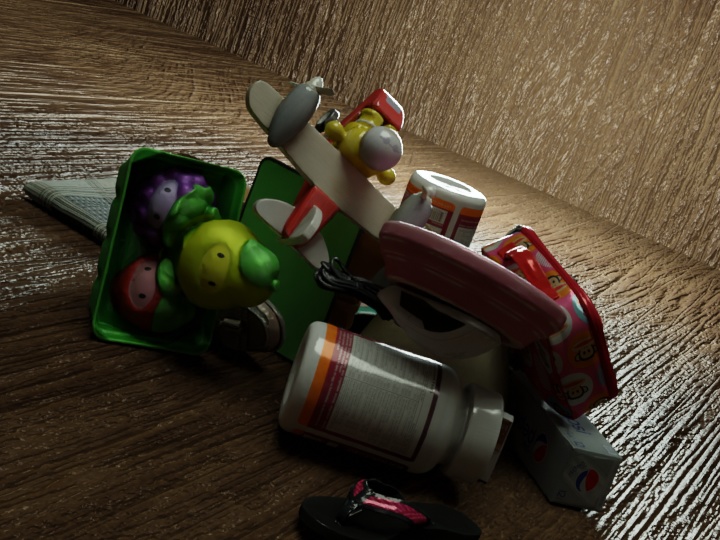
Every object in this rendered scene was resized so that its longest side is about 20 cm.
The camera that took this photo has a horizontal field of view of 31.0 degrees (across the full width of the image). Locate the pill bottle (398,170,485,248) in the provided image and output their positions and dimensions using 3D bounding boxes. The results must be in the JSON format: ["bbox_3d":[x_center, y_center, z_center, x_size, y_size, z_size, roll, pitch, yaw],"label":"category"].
[{"bbox_3d":[0.087,-0.024,1.751,0.109,0.201,0.110,19,15,-5],"label":"pill bottle"}]

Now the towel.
[{"bbox_3d":[-0.311,-0.074,1.716,0.192,0.035,0.200,28,15,28],"label":"towel"}]

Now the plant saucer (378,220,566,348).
[{"bbox_3d":[0.101,0.020,1.258,0.200,0.051,0.201,28,-5,3],"label":"plant saucer"}]

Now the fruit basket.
[{"bbox_3d":[-0.181,-0.014,1.337,0.155,0.217,0.216,12,17,-31],"label":"fruit basket"}]

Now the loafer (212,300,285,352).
[{"bbox_3d":[-0.165,0.046,1.436,0.063,0.072,0.199,-12,26,-41],"label":"loafer"}]

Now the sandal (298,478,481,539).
[{"bbox_3d":[0.029,0.208,1.135,0.199,0.045,0.075,9,18,-39],"label":"sandal"}]

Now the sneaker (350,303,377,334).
[{"bbox_3d":[0.026,0.075,1.584,0.199,0.072,0.080,3,22,-30],"label":"sneaker"}]

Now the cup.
[{"bbox_3d":[0.087,0.092,1.446,0.199,0.144,0.200,20,14,-5],"label":"cup"}]

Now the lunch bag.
[{"bbox_3d":[0.198,0.046,1.415,0.082,0.177,0.200,-26,36,-4],"label":"lunch bag"}]

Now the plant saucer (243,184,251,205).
[{"bbox_3d":[-0.112,-0.041,1.630,0.200,0.035,0.200,43,-16,16],"label":"plant saucer"}]

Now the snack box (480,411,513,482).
[{"bbox_3d":[0.054,0.146,1.344,0.199,0.072,0.024,22,15,6],"label":"snack box"}]

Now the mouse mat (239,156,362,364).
[{"bbox_3d":[-0.084,-0.009,1.458,0.160,0.201,0.008,29,17,29],"label":"mouse mat"}]

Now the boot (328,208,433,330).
[{"bbox_3d":[0.000,0.000,1.468,0.199,0.156,0.073,29,27,35],"label":"boot"}]

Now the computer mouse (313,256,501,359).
[{"bbox_3d":[0.049,0.046,1.259,0.199,0.044,0.110,23,-9,45],"label":"computer mouse"}]

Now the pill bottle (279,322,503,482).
[{"bbox_3d":[0.029,0.131,1.258,0.199,0.110,0.110,19,14,-6],"label":"pill bottle"}]

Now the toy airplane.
[{"bbox_3d":[-0.015,-0.101,1.326,0.199,0.201,0.141,-2,-15,-39],"label":"toy airplane"}]

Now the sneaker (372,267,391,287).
[{"bbox_3d":[-0.001,0.003,1.712,0.074,0.107,0.200,10,13,-36],"label":"sneaker"}]

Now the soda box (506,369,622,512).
[{"bbox_3d":[0.213,0.185,1.434,0.063,0.069,0.200,14,15,-18],"label":"soda box"}]

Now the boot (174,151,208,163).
[{"bbox_3d":[-0.166,-0.041,1.547,0.199,0.156,0.077,27,17,24],"label":"boot"}]

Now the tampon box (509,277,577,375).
[{"bbox_3d":[0.191,0.073,1.645,0.125,0.151,0.200,22,15,6],"label":"tampon box"}]
